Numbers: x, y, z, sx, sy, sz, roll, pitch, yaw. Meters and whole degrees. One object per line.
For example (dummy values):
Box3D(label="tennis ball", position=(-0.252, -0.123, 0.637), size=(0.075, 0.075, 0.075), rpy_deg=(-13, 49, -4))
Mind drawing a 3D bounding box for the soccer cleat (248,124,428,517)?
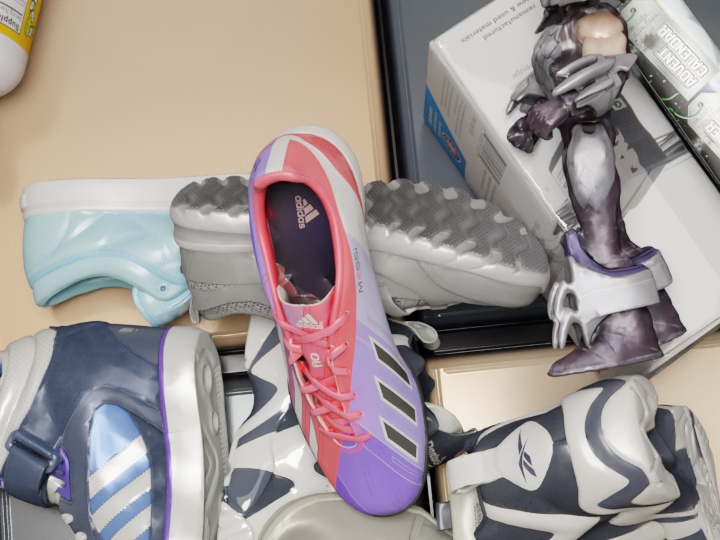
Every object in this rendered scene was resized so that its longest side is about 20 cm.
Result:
Box3D(label="soccer cleat", position=(-0.015, 0.033, 0.853), size=(0.068, 0.073, 0.202), rpy_deg=(-9, 103, 15))

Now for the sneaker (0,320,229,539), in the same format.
Box3D(label="sneaker", position=(-0.147, 0.128, 0.958), size=(0.145, 0.081, 0.202), rpy_deg=(-4, 85, 12))

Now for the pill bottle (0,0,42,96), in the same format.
Box3D(label="pill bottle", position=(-0.229, -0.167, 0.995), size=(0.103, 0.104, 0.202), rpy_deg=(12, 80, 3))

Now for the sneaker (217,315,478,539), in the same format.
Box3D(label="sneaker", position=(-0.002, 0.112, 0.951), size=(0.128, 0.080, 0.201), rpy_deg=(4, 69, 10))

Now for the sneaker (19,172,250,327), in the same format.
Box3D(label="sneaker", position=(-0.091, -0.008, 0.984), size=(0.198, 0.074, 0.083), rpy_deg=(-1, 83, 10))

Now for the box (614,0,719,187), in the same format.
Box3D(label="box", position=(0.192, -0.075, 0.926), size=(0.040, 0.200, 0.137), rpy_deg=(-36, 80, 12))

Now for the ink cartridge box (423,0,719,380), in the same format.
Box3D(label="ink cartridge box", position=(0.122, -0.042, 0.947), size=(0.083, 0.145, 0.201), rpy_deg=(-32, 81, -6))

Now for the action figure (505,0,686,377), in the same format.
Box3D(label="action figure", position=(0.103, -0.057, 0.815), size=(0.069, 0.130, 0.202), rpy_deg=(-10, 91, 6))

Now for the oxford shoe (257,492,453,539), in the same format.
Box3D(label="oxford shoe", position=(0.039, 0.172, 0.913), size=(0.199, 0.058, 0.076), rpy_deg=(29, 95, -19))

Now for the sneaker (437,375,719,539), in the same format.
Box3D(label="sneaker", position=(0.109, 0.118, 0.905), size=(0.129, 0.199, 0.080), rpy_deg=(-15, 70, 20))

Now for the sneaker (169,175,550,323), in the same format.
Box3D(label="sneaker", position=(0.000, 0.000, 0.925), size=(0.198, 0.075, 0.083), rpy_deg=(7, 117, 10))
